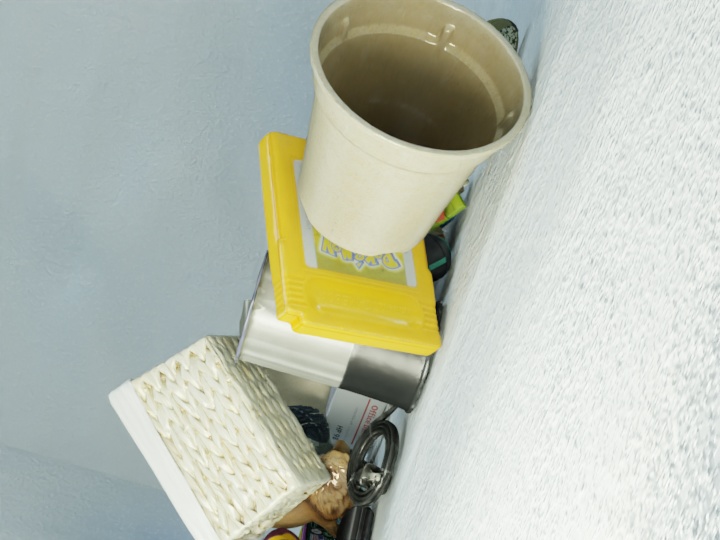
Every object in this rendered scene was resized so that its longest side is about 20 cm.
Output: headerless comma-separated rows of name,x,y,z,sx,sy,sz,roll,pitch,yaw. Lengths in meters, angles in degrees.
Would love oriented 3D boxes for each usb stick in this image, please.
usb stick,-0.018,0.323,1.556,0.201,0.032,0.056,-76,13,-47

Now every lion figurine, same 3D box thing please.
lion figurine,-0.084,0.256,1.668,0.123,0.199,0.073,68,180,-58

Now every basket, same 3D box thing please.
basket,-0.138,0.172,1.579,0.123,0.200,0.136,-36,-11,11

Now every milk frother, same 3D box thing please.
milk frother,-0.036,0.111,1.554,0.181,0.187,0.201,111,175,-62

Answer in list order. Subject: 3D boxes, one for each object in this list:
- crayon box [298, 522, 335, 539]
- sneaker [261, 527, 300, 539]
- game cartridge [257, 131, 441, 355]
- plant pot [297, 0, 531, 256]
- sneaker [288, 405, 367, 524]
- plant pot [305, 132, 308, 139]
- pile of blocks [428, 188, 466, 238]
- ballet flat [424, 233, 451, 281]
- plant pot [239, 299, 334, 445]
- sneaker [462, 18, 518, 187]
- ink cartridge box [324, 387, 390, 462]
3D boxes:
crayon box,-0.062,0.390,1.749,0.200,0.058,0.173,-87,13,-74
sneaker,-0.060,0.305,1.556,0.090,0.075,0.200,-45,15,14
game cartridge,-0.010,-0.025,1.474,0.032,0.176,0.201,-39,50,44
plant pot,0.028,-0.119,1.393,0.184,0.199,0.201,115,172,-49
sneaker,-0.061,0.230,1.807,0.200,0.077,0.087,44,134,49
plant pot,-0.006,-0.125,2.300,0.200,0.187,0.201,-163,90,-86
pile of blocks,0.082,-0.052,1.649,0.062,0.082,0.200,61,172,16
ballet flat,0.000,0.000,1.621,0.073,0.199,0.073,16,-109,-54
plant pot,-0.068,0.151,2.059,0.200,0.199,0.178,122,154,-78
sneaker,0.118,-0.155,1.522,0.088,0.077,0.201,17,76,47
ink cartridge box,0.003,0.134,1.868,0.116,0.066,0.201,110,175,-46
